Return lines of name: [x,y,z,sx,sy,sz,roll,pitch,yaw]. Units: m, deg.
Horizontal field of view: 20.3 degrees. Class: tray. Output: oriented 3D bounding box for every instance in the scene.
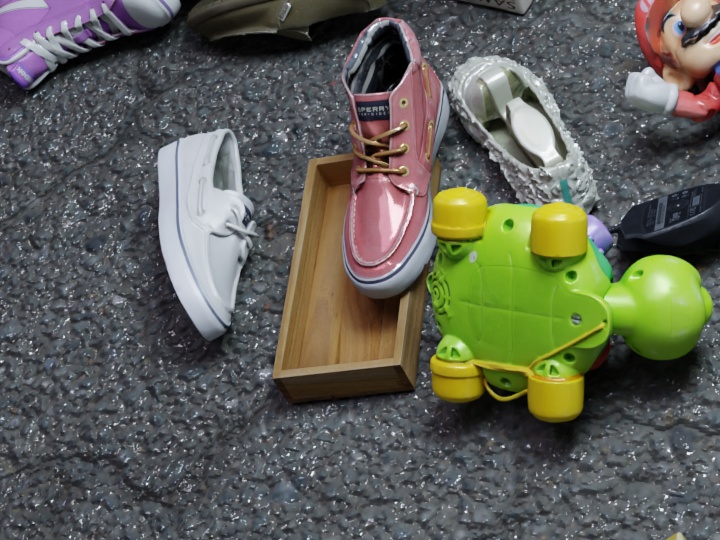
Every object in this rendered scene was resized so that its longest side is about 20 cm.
tray: [0.000,0.000,1.464,0.098,0.037,0.201,-7,52,20]

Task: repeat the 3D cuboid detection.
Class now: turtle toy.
turtle toy: [0.132,0.019,1.328,0.198,0.147,0.101,10,17,32]

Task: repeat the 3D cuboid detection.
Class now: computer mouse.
computer mouse: [0.172,-0.014,1.397,0.198,0.034,0.059,-16,24,23]

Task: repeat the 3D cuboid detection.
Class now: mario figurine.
mario figurine: [0.264,-0.145,1.399,0.123,0.107,0.200,-17,45,-36]

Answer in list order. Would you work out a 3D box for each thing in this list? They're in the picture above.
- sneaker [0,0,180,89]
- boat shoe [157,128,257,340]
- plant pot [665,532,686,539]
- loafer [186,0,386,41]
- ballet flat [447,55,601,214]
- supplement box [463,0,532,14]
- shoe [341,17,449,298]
sneaker: [-0.246,-0.202,1.731,0.199,0.073,0.115,3,59,40]
boat shoe: [-0.112,-0.036,1.522,0.065,0.074,0.201,-24,48,12]
plant pot: [0.139,0.297,1.058,0.199,0.195,0.197,-26,47,11]
loafer: [-0.060,-0.220,1.650,0.199,0.068,0.076,-12,30,39]
ballet flat: [0.117,-0.113,1.477,0.071,0.072,0.200,-32,46,-1]
supplement box: [0.102,-0.316,1.555,0.073,0.201,0.127,17,61,31]
shoe: [0.015,-0.084,1.437,0.071,0.091,0.201,-5,52,23]
